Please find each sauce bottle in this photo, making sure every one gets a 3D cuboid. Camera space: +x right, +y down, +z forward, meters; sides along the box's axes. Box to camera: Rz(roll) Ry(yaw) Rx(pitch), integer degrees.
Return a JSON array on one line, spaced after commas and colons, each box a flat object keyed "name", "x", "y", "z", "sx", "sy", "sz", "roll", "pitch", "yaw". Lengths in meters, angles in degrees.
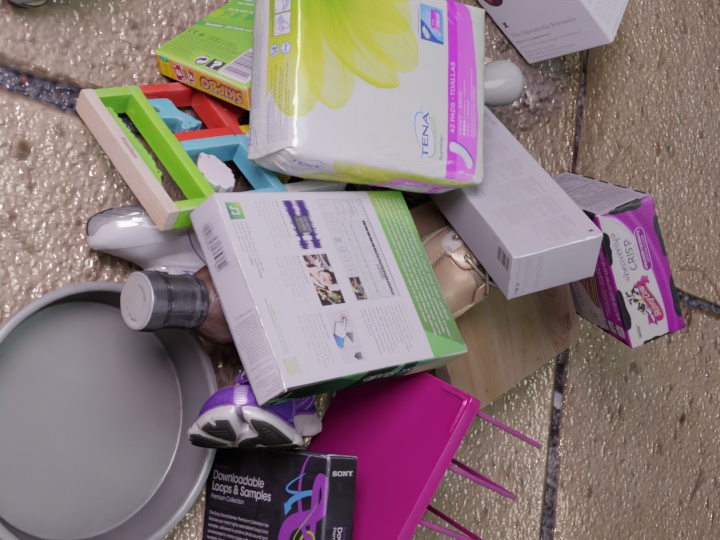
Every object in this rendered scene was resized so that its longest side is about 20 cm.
[{"name": "sauce bottle", "x": -0.079, "y": 0.024, "z": 0.739, "sx": 0.200, "sy": 0.065, "sz": 0.065, "roll": 3, "pitch": 86, "yaw": -47}]

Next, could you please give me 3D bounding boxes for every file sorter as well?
[{"name": "file sorter", "x": 0.035, "y": 0.188, "z": 0.825, "sx": 0.125, "sy": 0.139, "sz": 0.200, "roll": 32, "pitch": 84, "yaw": -39}]

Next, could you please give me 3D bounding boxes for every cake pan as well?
[{"name": "cake pan", "x": -0.192, "y": 0.108, "z": 0.722, "sx": 0.200, "sy": 0.037, "sz": 0.201, "roll": 3, "pitch": 86, "yaw": -42}]

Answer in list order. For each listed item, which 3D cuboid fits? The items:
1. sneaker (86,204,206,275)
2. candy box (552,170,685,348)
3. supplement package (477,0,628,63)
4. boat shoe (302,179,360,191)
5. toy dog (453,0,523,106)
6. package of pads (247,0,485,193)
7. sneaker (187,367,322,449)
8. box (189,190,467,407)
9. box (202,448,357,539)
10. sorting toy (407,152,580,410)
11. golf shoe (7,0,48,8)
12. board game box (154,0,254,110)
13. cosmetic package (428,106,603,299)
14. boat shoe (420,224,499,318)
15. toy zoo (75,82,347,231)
[{"name": "sneaker", "x": -0.118, "y": -0.002, "z": 0.775, "sx": 0.200, "sy": 0.074, "sz": 0.087, "roll": 14, "pitch": 84, "yaw": -40}, {"name": "candy box", "x": 0.237, "y": -0.018, "z": 1.014, "sx": 0.061, "sy": 0.200, "sz": 0.137, "roll": -20, "pitch": 104, "yaw": -5}, {"name": "supplement package", "x": 0.176, "y": -0.326, "z": 1.029, "sx": 0.200, "sy": 0.114, "sz": 0.110, "roll": 41, "pitch": 61, "yaw": -32}, {"name": "boat shoe", "x": 0.000, "y": 0.000, "z": 0.884, "sx": 0.061, "sy": 0.072, "sz": 0.202, "roll": -34, "pitch": 117, "yaw": -41}, {"name": "toy dog", "x": 0.045, "y": -0.186, "z": 0.919, "sx": 0.200, "sy": 0.132, "sz": 0.096, "roll": 15, "pitch": 39, "yaw": -45}, {"name": "package of pads", "x": 0.009, "y": -0.140, "z": 0.771, "sx": 0.200, "sy": 0.068, "sz": 0.155, "roll": 6, "pitch": 84, "yaw": -38}, {"name": "sneaker", "x": -0.078, "y": 0.090, "z": 0.759, "sx": 0.200, "sy": 0.080, "sz": 0.084, "roll": 29, "pitch": 59, "yaw": -84}, {"name": "box", "x": -0.017, "y": 0.012, "z": 0.736, "sx": 0.200, "sy": 0.036, "sz": 0.145, "roll": -5, "pitch": 68, "yaw": -47}, {"name": "box", "x": -0.067, "y": 0.232, "z": 0.759, "sx": 0.036, "sy": 0.143, "sz": 0.201, "roll": 9, "pitch": 82, "yaw": -44}, {"name": "sorting toy", "x": 0.111, "y": 0.011, "z": 0.982, "sx": 0.199, "sy": 0.069, "sz": 0.201, "roll": -27, "pitch": 106, "yaw": -40}, {"name": "golf shoe", "x": -0.172, "y": -0.256, "z": 0.722, "sx": 0.078, "sy": 0.094, "sz": 0.200, "roll": 54, "pitch": 54, "yaw": -25}, {"name": "board game box", "x": -0.062, "y": -0.202, "z": 0.819, "sx": 0.200, "sy": 0.095, "sz": 0.030, "roll": -46, "pitch": 148, "yaw": -32}, {"name": "cosmetic package", "x": 0.115, "y": -0.063, "z": 0.860, "sx": 0.082, "sy": 0.200, "sz": 0.051, "roll": -15, "pitch": 134, "yaw": -16}, {"name": "boat shoe", "x": 0.100, "y": -0.010, "z": 0.882, "sx": 0.200, "sy": 0.065, "sz": 0.072, "roll": -40, "pitch": 114, "yaw": -36}, {"name": "toy zoo", "x": -0.098, "y": -0.097, "z": 0.775, "sx": 0.200, "sy": 0.020, "sz": 0.131, "roll": -15, "pitch": 57, "yaw": -43}]
